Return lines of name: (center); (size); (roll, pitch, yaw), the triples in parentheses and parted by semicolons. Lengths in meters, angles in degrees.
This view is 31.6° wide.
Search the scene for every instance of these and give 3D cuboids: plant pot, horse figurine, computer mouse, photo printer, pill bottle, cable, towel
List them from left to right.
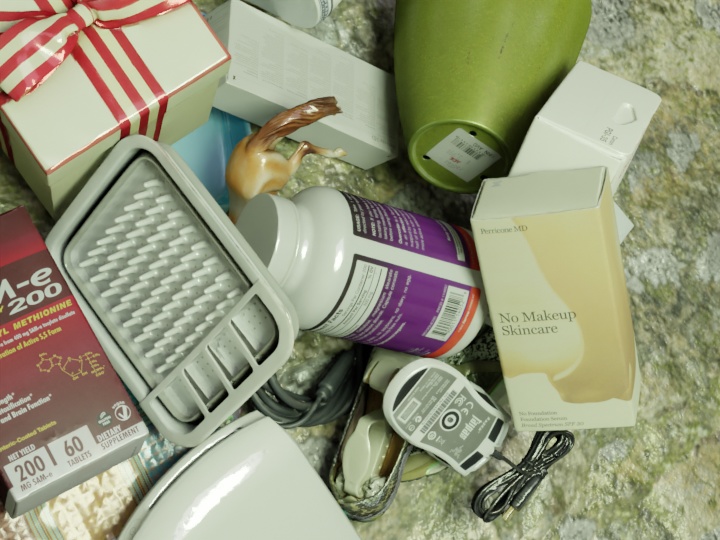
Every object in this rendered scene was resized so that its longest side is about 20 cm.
towel: (-0.196, 0.152, 0.980); (0.199, 0.022, 0.147); (-29, 94, -29)
photo printer: (-0.088, 0.221, 0.992); (0.166, 0.069, 0.201); (-42, 121, -21)
horse figurine: (-0.072, -0.066, 1.073); (0.132, 0.201, 0.050); (-23, 53, -34)
cable: (-0.032, 0.049, 1.103); (0.163, 0.051, 0.201); (44, 65, -43)
pill bottle: (0.000, 0.000, 1.007); (0.199, 0.112, 0.113); (15, 71, -32)
computer mouse: (0.089, 0.131, 1.073); (0.110, 0.044, 0.200); (-49, 121, 1)
plant pot: (0.105, -0.174, 1.145); (0.186, 0.187, 0.201); (31, 51, -19)

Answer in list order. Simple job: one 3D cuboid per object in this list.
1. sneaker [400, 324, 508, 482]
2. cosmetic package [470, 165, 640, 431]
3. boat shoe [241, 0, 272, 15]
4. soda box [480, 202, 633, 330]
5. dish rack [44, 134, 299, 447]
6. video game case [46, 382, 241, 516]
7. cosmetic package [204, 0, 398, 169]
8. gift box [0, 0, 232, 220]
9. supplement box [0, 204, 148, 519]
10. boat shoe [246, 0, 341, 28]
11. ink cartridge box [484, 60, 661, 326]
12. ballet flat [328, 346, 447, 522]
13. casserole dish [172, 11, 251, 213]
sneaker: (0.081, 0.104, 1.137); (0.200, 0.077, 0.089); (-44, 97, -7)
cosmetic package: (0.157, 0.026, 1.005); (0.071, 0.104, 0.201); (-65, 143, -56)
boat shoe: (-0.060, -0.326, 1.179); (0.071, 0.076, 0.201); (31, 66, -21)
soda box: (0.183, 0.003, 1.243); (0.068, 0.064, 0.200); (47, 61, -12)
dish rack: (-0.137, 0.013, 0.946); (0.200, 0.172, 0.043); (51, 36, 7)
video game case: (-0.192, 0.107, 1.025); (0.199, 0.036, 0.183); (16, 72, -25)
cosmetic package: (-0.052, -0.161, 1.132); (0.199, 0.050, 0.083); (19, 62, -39)
gift box: (-0.227, -0.169, 0.961); (0.184, 0.187, 0.200); (-40, 91, -16)
supplement box: (-0.251, 0.065, 0.933); (0.108, 0.061, 0.201); (-26, 77, -26)
boat shoe: (-0.093, -0.283, 1.114); (0.199, 0.072, 0.066); (30, 56, 26)
ink cartridge box: (0.168, -0.060, 1.088); (0.082, 0.201, 0.147); (28, 35, 10)
ballet flat: (0.023, 0.118, 1.086); (0.072, 0.072, 0.202); (21, 85, -23)
casserole dish: (-0.159, -0.134, 1.101); (0.120, 0.039, 0.202); (-6, 80, -30)
